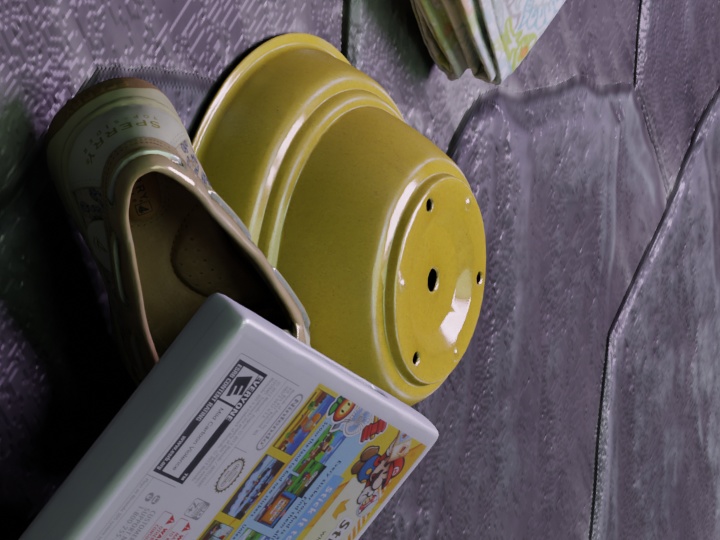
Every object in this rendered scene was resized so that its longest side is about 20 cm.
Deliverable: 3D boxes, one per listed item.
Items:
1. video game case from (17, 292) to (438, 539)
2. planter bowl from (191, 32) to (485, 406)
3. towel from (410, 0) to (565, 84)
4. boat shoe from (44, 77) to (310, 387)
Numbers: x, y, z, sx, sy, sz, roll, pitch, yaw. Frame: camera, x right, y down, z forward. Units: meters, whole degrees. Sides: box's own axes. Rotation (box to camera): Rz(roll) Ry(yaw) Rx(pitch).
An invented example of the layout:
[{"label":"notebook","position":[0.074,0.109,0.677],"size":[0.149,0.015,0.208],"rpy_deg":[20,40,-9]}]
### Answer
[{"label":"video game case","position":[-0.071,0.114,1.031],"size":[0.200,0.023,0.182],"rpy_deg":[-52,150,2]},{"label":"planter bowl","position":[0.000,0.000,1.168],"size":[0.200,0.083,0.201],"rpy_deg":[-24,117,-58]},{"label":"towel","position":[0.083,-0.203,1.257],"size":[0.200,0.048,0.171],"rpy_deg":[-55,154,-16]},{"label":"boat shoe","position":[-0.063,0.017,1.046],"size":[0.073,0.063,0.200],"rpy_deg":[-32,129,-4]}]
